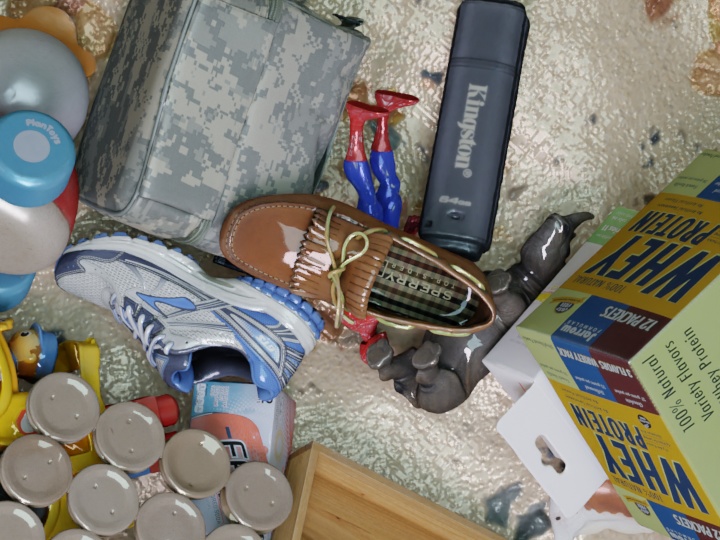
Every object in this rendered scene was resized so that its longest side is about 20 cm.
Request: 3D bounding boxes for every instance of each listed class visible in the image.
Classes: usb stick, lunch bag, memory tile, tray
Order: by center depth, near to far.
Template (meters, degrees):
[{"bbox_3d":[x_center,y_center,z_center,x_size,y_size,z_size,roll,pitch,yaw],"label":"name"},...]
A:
[{"bbox_3d":[-0.151,0.165,1.621,0.200,0.017,0.154,26,61,-12],"label":"memory tile"},{"bbox_3d":[-0.091,-0.105,1.696,0.167,0.139,0.201,18,91,-26],"label":"lunch bag"},{"bbox_3d":[0.029,0.210,1.727,0.200,0.037,0.099,29,53,-24],"label":"tray"},{"bbox_3d":[0.083,-0.105,1.752,0.055,0.033,0.201,11,73,-1],"label":"usb stick"}]

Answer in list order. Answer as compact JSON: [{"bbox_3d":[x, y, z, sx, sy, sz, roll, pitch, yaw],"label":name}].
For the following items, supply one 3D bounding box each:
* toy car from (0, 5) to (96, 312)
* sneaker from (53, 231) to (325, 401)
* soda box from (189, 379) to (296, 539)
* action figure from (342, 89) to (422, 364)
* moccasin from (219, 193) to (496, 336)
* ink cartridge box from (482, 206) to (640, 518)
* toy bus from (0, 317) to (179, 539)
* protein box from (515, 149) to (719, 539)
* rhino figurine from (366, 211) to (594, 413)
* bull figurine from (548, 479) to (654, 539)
[{"bbox_3d":[-0.263,-0.110,1.677,0.176,0.184,0.200,21,56,-5],"label":"toy car"},{"bbox_3d":[-0.131,0.036,1.691,0.199,0.077,0.085,16,67,15],"label":"sneaker"},{"bbox_3d":[-0.091,0.181,1.708,0.063,0.068,0.201,2,77,12],"label":"soda box"},{"bbox_3d":[0.013,-0.025,1.734,0.052,0.065,0.201,15,114,25],"label":"action figure"},{"bbox_3d":[-0.001,0.002,1.650,0.201,0.078,0.074,24,98,-20],"label":"moccasin"},{"bbox_3d":[0.169,0.066,1.745,0.200,0.067,0.117,-47,123,-15],"label":"ink cartridge box"},{"bbox_3d":[-0.225,0.106,1.689,0.191,0.136,0.201,-17,91,-22],"label":"toy bus"},{"bbox_3d":[0.255,0.060,1.672,0.200,0.135,0.199,-42,117,-18],"label":"protein box"},{"bbox_3d":[0.097,0.025,1.762,0.200,0.087,0.060,-44,54,-7],"label":"rhino figurine"},{"bbox_3d":[0.231,0.145,1.791,0.121,0.065,0.200,42,85,-11],"label":"bull figurine"}]
